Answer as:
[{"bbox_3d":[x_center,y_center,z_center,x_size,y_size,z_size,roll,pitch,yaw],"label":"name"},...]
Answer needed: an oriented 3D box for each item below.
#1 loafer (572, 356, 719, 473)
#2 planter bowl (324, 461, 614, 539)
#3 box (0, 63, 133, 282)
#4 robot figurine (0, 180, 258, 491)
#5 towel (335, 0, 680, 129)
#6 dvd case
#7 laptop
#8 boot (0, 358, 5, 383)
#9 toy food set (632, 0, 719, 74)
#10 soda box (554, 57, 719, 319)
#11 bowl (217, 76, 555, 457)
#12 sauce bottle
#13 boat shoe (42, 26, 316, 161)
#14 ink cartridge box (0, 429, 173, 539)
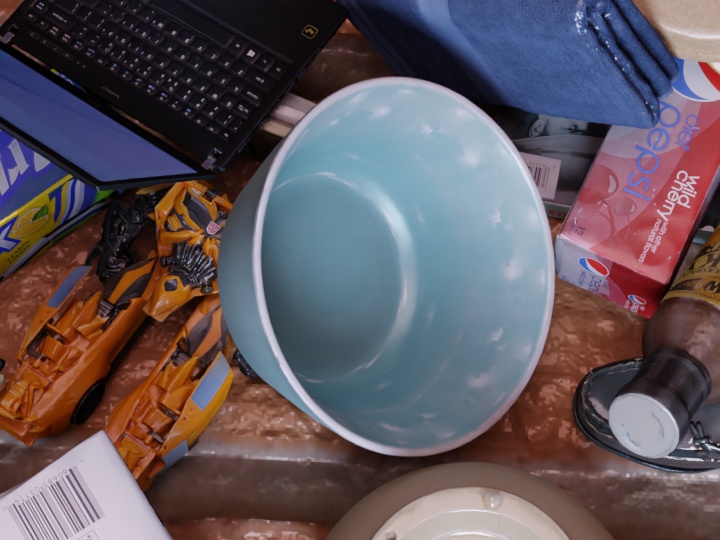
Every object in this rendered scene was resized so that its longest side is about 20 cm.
[{"bbox_3d":[0.219,0.078,1.045,0.198,0.063,0.072,9,69,6],"label":"loafer"},{"bbox_3d":[0.058,0.186,0.972,0.198,0.135,0.202,-1,68,2],"label":"planter bowl"},{"bbox_3d":[-0.233,-0.031,1.110,0.199,0.064,0.070,-36,71,-12],"label":"box"},{"bbox_3d":[-0.115,0.031,1.082,0.144,0.058,0.201,31,73,13],"label":"robot figurine"},{"bbox_3d":[0.079,-0.137,1.065,0.199,0.112,0.049,16,68,44],"label":"towel"},{"bbox_3d":[0.161,-0.122,1.151,0.145,0.022,0.202,10,68,7],"label":"dvd case"},{"bbox_3d":[-0.138,-0.138,1.055,0.177,0.103,0.200,32,73,20],"label":"laptop"},{"bbox_3d":[-0.234,0.111,0.998,0.203,0.073,0.155,19,78,47],"label":"boot"},{"bbox_3d":[0.203,-0.213,1.031,0.199,0.049,0.199,24,103,8],"label":"toy food set"},{"bbox_3d":[0.182,-0.078,1.088,0.070,0.063,0.201,24,73,10],"label":"soda box"},{"bbox_3d":[0.000,0.000,1.040,0.199,0.105,0.203,2,86,-34],"label":"bowl"},{"bbox_3d":[0.194,0.029,1.021,0.064,0.065,0.200,29,43,13],"label":"sauce bottle"},{"bbox_3d":[-0.092,-0.119,1.133,0.199,0.075,0.069,21,76,11],"label":"boat shoe"},{"bbox_3d":[-0.104,0.200,0.937,0.083,0.200,0.176,-31,70,-10],"label":"ink cartridge box"}]
